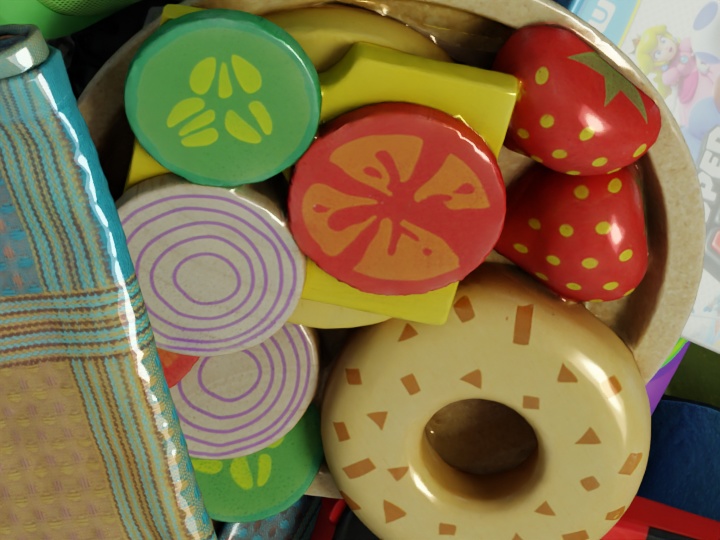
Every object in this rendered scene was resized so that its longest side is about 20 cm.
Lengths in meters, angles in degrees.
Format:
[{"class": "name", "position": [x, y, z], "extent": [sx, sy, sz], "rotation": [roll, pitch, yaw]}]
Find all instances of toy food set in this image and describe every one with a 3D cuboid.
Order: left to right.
[{"class": "toy food set", "position": [0.000, 0.000, 0.734], "extent": [0.197, 0.049, 0.201], "rotation": [11, 127, -6]}]

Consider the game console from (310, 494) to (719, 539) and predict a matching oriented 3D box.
[{"class": "game console", "position": [0.051, 0.165, 0.836], "extent": [0.176, 0.031, 0.201], "rotation": [16, 102, -5]}]

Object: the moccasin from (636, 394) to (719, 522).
[{"class": "moccasin", "position": [0.123, 0.078, 0.922], "extent": [0.068, 0.200, 0.081], "rotation": [19, 98, -36]}]

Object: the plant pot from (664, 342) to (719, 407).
[{"class": "plant pot", "position": [0.209, 0.026, 0.975], "extent": [0.199, 0.190, 0.201], "rotation": [-20, 125, -31]}]

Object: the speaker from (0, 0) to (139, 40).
[{"class": "speaker", "position": [-0.033, -0.124, 0.680], "extent": [0.199, 0.089, 0.088], "rotation": [-17, 141, 24]}]

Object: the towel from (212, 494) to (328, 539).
[{"class": "towel", "position": [-0.014, 0.151, 0.883], "extent": [0.200, 0.022, 0.147], "rotation": [34, 84, -49]}]

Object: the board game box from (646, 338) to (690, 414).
[{"class": "board game box", "position": [0.073, -0.045, 0.877], "extent": [0.105, 0.103, 0.201], "rotation": [20, 100, -44]}]

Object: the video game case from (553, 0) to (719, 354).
[{"class": "video game case", "position": [0.133, -0.044, 0.828], "extent": [0.199, 0.018, 0.144], "rotation": [22, 100, -34]}]

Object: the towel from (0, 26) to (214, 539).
[{"class": "towel", "position": [-0.123, 0.037, 0.712], "extent": [0.022, 0.146, 0.201], "rotation": [-65, 143, -62]}]

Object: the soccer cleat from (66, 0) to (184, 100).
[{"class": "soccer cleat", "position": [-0.062, -0.080, 0.780], "extent": [0.081, 0.068, 0.201], "rotation": [32, 93, -26]}]
